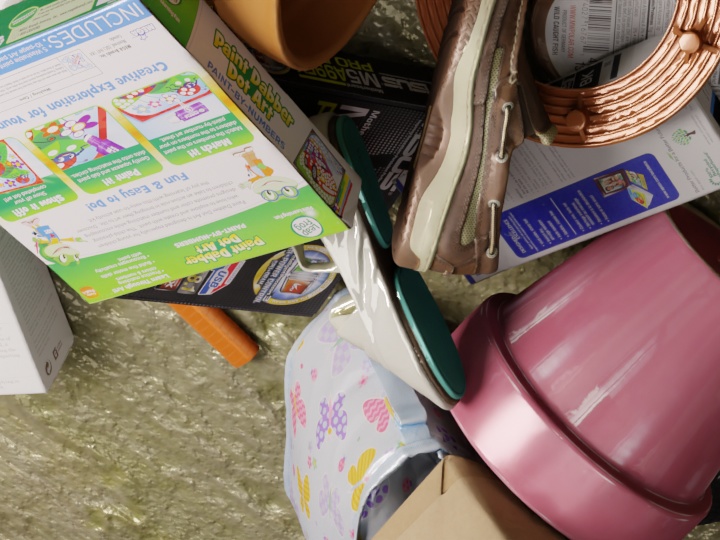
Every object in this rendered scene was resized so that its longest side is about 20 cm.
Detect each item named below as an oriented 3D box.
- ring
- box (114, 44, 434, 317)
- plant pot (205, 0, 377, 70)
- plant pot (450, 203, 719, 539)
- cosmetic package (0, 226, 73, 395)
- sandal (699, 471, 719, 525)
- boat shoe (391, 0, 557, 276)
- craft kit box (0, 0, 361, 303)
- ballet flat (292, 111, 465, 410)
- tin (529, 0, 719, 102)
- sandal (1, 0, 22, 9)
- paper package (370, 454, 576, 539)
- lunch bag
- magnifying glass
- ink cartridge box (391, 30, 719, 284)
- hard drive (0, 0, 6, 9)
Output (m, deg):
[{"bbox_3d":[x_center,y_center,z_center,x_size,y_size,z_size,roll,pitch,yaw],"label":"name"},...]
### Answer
[{"bbox_3d":[0.118,-0.168,0.992,0.200,0.019,0.201,8,107,26],"label":"ring"},{"bbox_3d":[-0.057,-0.055,1.104,0.160,0.044,0.200,8,134,-34],"label":"box"},{"bbox_3d":[-0.057,-0.226,0.942,0.140,0.200,0.200,23,130,14],"label":"plant pot"},{"bbox_3d":[0.179,0.058,1.114,0.200,0.200,0.179,36,110,-16],"label":"plant pot"},{"bbox_3d":[-0.286,-0.006,1.226,0.102,0.074,0.200,-3,125,14],"label":"cosmetic package"},{"bbox_3d":[0.279,0.135,1.240,0.200,0.045,0.075,-11,131,2],"label":"sandal"},{"bbox_3d":[0.077,-0.092,0.995,0.075,0.075,0.202,13,109,-5],"label":"boat shoe"},{"bbox_3d":[-0.135,-0.071,0.968,0.200,0.049,0.198,-15,133,30],"label":"craft kit box"},{"bbox_3d":[0.000,0.000,1.057,0.069,0.069,0.200,-18,106,24],"label":"ballet flat"},{"bbox_3d":[0.201,-0.145,1.036,0.200,0.042,0.112,4,132,8],"label":"tin"},{"bbox_3d":[-0.159,-0.162,1.040,0.082,0.203,0.050,45,171,24],"label":"sandal"},{"bbox_3d":[0.087,0.235,1.123,0.200,0.103,0.191,23,115,-41],"label":"paper package"},{"bbox_3d":[0.022,0.133,1.191,0.127,0.170,0.200,-13,130,-14],"label":"lunch bag"},{"bbox_3d":[-0.147,-0.003,1.232,0.080,0.022,0.200,-31,114,30],"label":"magnifying glass"},{"bbox_3d":[0.128,-0.067,1.069,0.200,0.039,0.099,-22,121,29],"label":"ink cartridge box"},{"bbox_3d":[-0.264,-0.263,1.049,0.200,0.026,0.132,36,126,-16],"label":"hard drive"}]
